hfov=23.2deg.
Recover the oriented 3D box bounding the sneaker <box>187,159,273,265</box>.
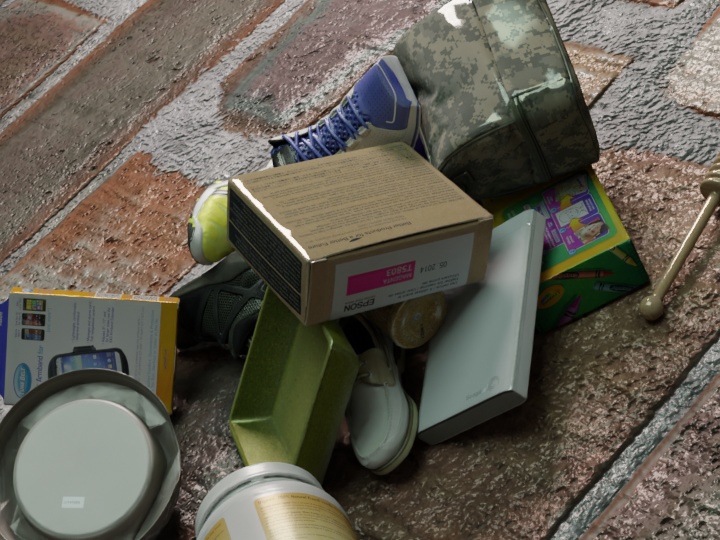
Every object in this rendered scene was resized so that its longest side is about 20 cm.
[{"bbox_3d":[-0.103,-0.068,1.850,0.076,0.076,0.200,12,37,40],"label":"sneaker"}]

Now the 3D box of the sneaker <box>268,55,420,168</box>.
[{"bbox_3d":[-0.025,-0.122,1.750,0.114,0.200,0.081,-13,65,-32],"label":"sneaker"}]

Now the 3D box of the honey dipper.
[{"bbox_3d":[0.313,-0.031,1.647,0.038,0.038,0.201,6,53,42],"label":"honey dipper"}]

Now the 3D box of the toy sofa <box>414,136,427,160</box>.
[{"bbox_3d":[0.103,-0.145,1.849,0.198,0.083,0.098,-16,30,-14],"label":"toy sofa"}]

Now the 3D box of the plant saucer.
[{"bbox_3d":[-0.059,0.112,1.660,0.047,0.201,0.200,9,22,-21],"label":"plant saucer"}]

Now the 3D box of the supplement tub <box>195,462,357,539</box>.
[{"bbox_3d":[-0.061,0.268,1.464,0.144,0.145,0.200,-30,34,2],"label":"supplement tub"}]

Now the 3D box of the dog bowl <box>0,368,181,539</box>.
[{"bbox_3d":[-0.266,0.200,1.716,0.198,0.059,0.202,-4,64,9],"label":"dog bowl"}]

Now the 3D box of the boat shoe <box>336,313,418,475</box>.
[{"bbox_3d":[0.005,0.112,1.661,0.075,0.068,0.201,-39,29,18],"label":"boat shoe"}]

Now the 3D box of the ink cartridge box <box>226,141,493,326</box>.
[{"bbox_3d":[-0.003,-0.039,1.631,0.198,0.076,0.165,-13,37,-27],"label":"ink cartridge box"}]

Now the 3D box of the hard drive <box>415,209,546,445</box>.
[{"bbox_3d":[0.113,0.052,1.634,0.132,0.026,0.201,-31,38,43],"label":"hard drive"}]

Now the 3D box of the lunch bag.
[{"bbox_3d":[0.128,-0.177,1.738,0.166,0.140,0.201,-20,55,7],"label":"lunch bag"}]

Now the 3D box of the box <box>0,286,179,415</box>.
[{"bbox_3d":[-0.290,0.083,1.819,0.198,0.120,0.041,5,8,-3],"label":"box"}]

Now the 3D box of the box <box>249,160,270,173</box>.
[{"bbox_3d":[-0.021,-0.093,1.963,0.158,0.049,0.200,-32,34,-3],"label":"box"}]

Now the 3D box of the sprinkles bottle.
[{"bbox_3d":[0.000,0.000,1.706,0.068,0.068,0.200,-39,46,-12],"label":"sprinkles bottle"}]

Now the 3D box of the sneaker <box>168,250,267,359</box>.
[{"bbox_3d":[-0.142,0.061,1.840,0.199,0.076,0.115,-31,65,40],"label":"sneaker"}]

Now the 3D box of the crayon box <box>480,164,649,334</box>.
[{"bbox_3d":[0.195,-0.038,1.722,0.118,0.058,0.201,-27,35,8],"label":"crayon box"}]
